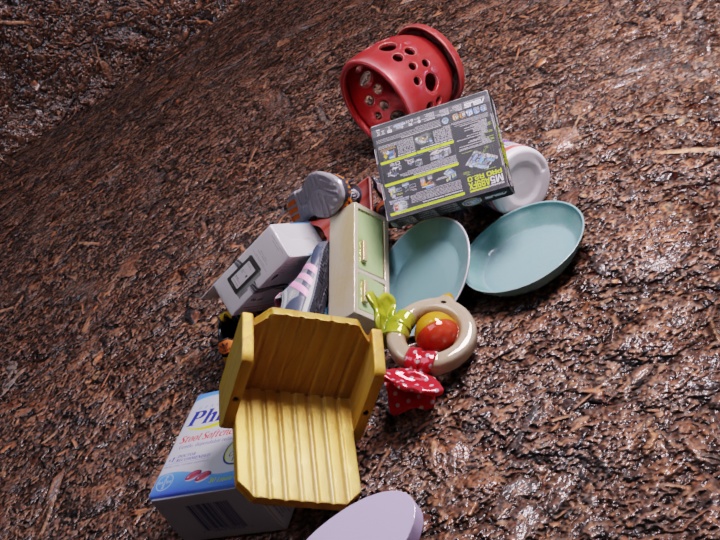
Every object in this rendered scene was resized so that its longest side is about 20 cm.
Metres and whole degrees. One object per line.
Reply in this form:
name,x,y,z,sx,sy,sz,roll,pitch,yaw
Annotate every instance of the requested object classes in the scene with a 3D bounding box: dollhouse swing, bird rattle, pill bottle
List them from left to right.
dollhouse swing,-0.069,0.180,1.432,0.176,0.198,0.183,-109,33,-54
bird rattle,0.085,0.098,1.543,0.162,0.114,0.200,-24,36,-6
pill bottle,0.209,-0.162,1.804,0.111,0.112,0.200,-40,29,-12

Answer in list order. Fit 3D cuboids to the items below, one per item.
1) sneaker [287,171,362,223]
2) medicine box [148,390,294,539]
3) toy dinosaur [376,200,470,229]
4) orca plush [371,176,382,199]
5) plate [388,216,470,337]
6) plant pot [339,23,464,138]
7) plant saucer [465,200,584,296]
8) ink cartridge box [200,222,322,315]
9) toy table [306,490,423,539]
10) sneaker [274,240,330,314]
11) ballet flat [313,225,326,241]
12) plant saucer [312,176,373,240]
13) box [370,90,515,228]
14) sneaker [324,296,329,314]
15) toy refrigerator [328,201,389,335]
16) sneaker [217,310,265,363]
sneaker,-0.039,-0.129,1.843,0.111,0.079,0.199,-14,1,-26
medicine box,-0.170,0.264,1.558,0.180,0.103,0.201,-15,35,30
toy dinosaur,0.098,-0.117,1.821,0.181,0.104,0.202,17,85,51
orca plush,0.103,-0.141,1.933,0.070,0.107,0.199,-16,1,-29
plate,0.098,0.013,1.691,0.199,0.025,0.202,-29,46,35
plant pot,0.087,-0.362,2.144,0.182,0.202,0.199,-40,29,-28
plant saucer,0.245,-0.025,1.641,0.198,0.036,0.201,-25,31,16
ink cartridge box,-0.159,0.009,1.826,0.200,0.068,0.116,-43,-19,29
toy table,0.006,0.355,1.232,0.199,0.118,0.184,-32,29,4
sneaker,-0.092,0.027,1.720,0.081,0.071,0.201,-5,38,19
ballet flat,-0.145,-0.017,1.925,0.199,0.046,0.068,-34,19,20
plant saucer,-0.047,-0.058,1.945,0.199,0.037,0.201,-37,23,17
box,0.124,-0.170,1.705,0.198,0.044,0.162,-16,73,16
sneaker,-0.039,0.050,1.788,0.080,0.077,0.201,-3,41,19
toy refrigerator,0.000,0.000,1.726,0.070,0.075,0.202,-31,47,40
sneaker,-0.200,0.089,1.861,0.069,0.090,0.201,-24,30,15
